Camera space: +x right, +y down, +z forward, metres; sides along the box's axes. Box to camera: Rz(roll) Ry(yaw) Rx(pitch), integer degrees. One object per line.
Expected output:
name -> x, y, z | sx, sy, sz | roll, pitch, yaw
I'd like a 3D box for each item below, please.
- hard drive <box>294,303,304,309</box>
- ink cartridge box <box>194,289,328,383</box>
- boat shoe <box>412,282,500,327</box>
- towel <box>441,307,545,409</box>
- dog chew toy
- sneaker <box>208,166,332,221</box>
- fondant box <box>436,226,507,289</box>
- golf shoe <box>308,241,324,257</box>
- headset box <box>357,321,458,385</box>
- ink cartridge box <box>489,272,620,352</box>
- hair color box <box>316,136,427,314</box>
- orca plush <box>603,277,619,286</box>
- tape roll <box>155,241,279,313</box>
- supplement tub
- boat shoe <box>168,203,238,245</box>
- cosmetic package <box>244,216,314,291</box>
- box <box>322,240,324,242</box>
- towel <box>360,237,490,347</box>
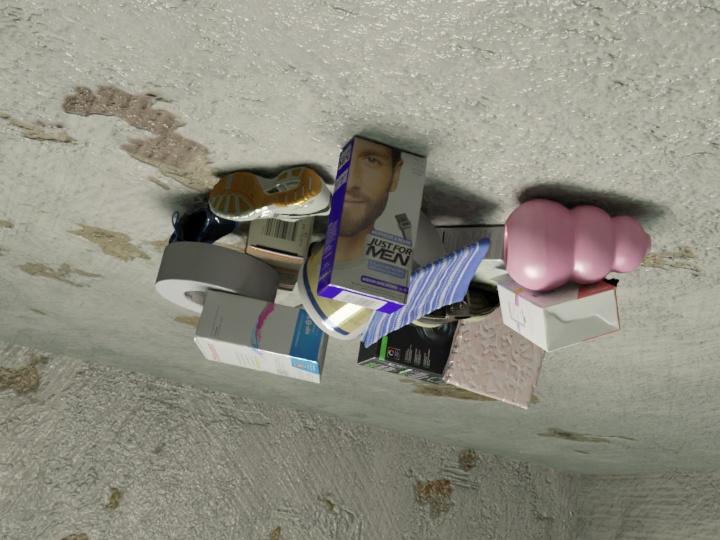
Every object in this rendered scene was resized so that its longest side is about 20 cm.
hard drive -> -0.097, 0.075, 1.698 | 0.197, 0.027, 0.132 | -23, 174, -19
ink cartridge box -> -0.153, 0.107, 1.522 | 0.195, 0.086, 0.145 | 10, 161, 2
boat shoe -> 0.147, 0.045, 1.511 | 0.197, 0.075, 0.064 | -4, 160, -42
towel -> 0.253, 0.129, 1.717 | 0.188, 0.204, 0.032 | 18, 178, -21
dog chew toy -> 0.297, -0.036, 1.310 | 0.195, 0.127, 0.125 | -1, 162, 5
sneaker -> -0.130, -0.098, 1.403 | 0.196, 0.077, 0.087 | 0, 161, 29
fondant box -> 0.160, -0.018, 1.534 | 0.196, 0.060, 0.144 | 1, 161, 28
golf shoe -> 0.000, 0.000, 1.564 | 0.198, 0.077, 0.089 | 35, 130, 13
headset box -> 0.097, 0.100, 1.745 | 0.196, 0.178, 0.093 | 16, 163, -18
ink cartridge box -> 0.275, 0.046, 1.380 | 0.114, 0.069, 0.200 | -14, -165, -11
hair color box -> 0.016, -0.058, 1.236 | 0.107, 0.204, 0.065 | 14, 161, -17
orca plush -> 0.309, 0.014, 1.534 | 0.198, 0.105, 0.072 | 3, 132, 54
tape roll -> -0.234, 0.022, 1.566 | 0.196, 0.068, 0.201 | 12, 162, 4
supplement tub -> 0.017, -0.001, 1.429 | 0.199, 0.147, 0.143 | -35, 140, 30
boat shoe -> -0.275, -0.074, 1.570 | 0.068, 0.086, 0.199 | 1, 157, -39
cosmetic package -> -0.139, -0.040, 1.571 | 0.101, 0.089, 0.200 | 11, 163, -6
box -> -0.046, 0.000, 1.736 | 0.117, 0.042, 0.200 | 15, 164, -18
towel -> 0.095, 0.032, 1.365 | 0.198, 0.024, 0.146 | -25, 154, -31
